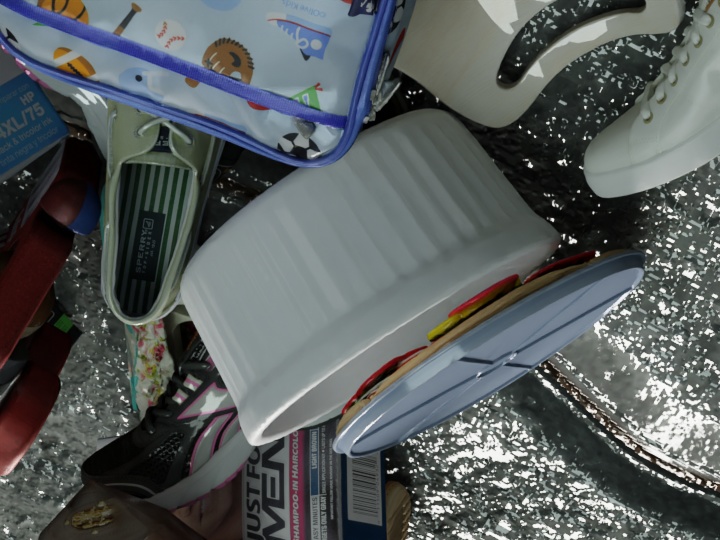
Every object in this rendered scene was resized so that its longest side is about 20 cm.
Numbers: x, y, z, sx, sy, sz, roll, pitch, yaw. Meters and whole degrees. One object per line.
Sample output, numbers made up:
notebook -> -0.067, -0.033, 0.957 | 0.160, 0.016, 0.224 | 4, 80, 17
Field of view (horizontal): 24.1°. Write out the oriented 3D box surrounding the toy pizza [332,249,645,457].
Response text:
toy pizza -> 0.067, 0.039, 0.922 | 0.200, 0.200, 0.032 | -43, 73, 39

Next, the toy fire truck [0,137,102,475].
toy fire truck -> -0.204, 0.009, 0.967 | 0.112, 0.200, 0.168 | 31, 99, -13

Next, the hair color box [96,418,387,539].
hair color box -> -0.082, 0.152, 1.110 | 0.199, 0.101, 0.060 | -12, 160, 31

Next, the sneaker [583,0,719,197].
sneaker -> 0.179, -0.115, 0.832 | 0.200, 0.073, 0.085 | -35, 107, 26

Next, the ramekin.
ramekin -> 0.000, 0.000, 0.910 | 0.200, 0.200, 0.098 | -39, 80, 38

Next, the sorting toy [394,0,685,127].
sorting toy -> 0.065, -0.158, 0.839 | 0.200, 0.107, 0.180 | -29, 120, 27

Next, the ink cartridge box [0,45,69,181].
ink cartridge box -> -0.302, -0.108, 0.965 | 0.146, 0.146, 0.200 | -23, 102, 50

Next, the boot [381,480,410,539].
boot -> -0.065, 0.194, 1.159 | 0.166, 0.072, 0.201 | 29, 120, 14

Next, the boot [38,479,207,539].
boot -> -0.073, 0.185, 1.009 | 0.186, 0.064, 0.200 | -15, 135, 31

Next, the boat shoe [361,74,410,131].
boat shoe -> -0.039, -0.130, 0.889 | 0.060, 0.072, 0.202 | -2, 145, 32

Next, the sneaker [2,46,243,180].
sneaker -> -0.136, -0.131, 0.961 | 0.086, 0.080, 0.200 | -35, 106, 17

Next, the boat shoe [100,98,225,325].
boat shoe -> -0.102, -0.066, 0.899 | 0.072, 0.062, 0.201 | 4, 100, -9

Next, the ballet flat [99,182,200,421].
ballet flat -> -0.119, 0.019, 1.064 | 0.064, 0.076, 0.201 | 6, 135, 9

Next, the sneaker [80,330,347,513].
sneaker -> -0.089, 0.072, 1.041 | 0.199, 0.080, 0.087 | -31, 114, -5

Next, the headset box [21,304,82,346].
headset box -> -0.301, 0.045, 1.090 | 0.093, 0.174, 0.200 | -29, 108, 37

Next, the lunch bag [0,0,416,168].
lunch bag -> -0.067, -0.135, 0.767 | 0.199, 0.076, 0.161 | 22, 124, 5
